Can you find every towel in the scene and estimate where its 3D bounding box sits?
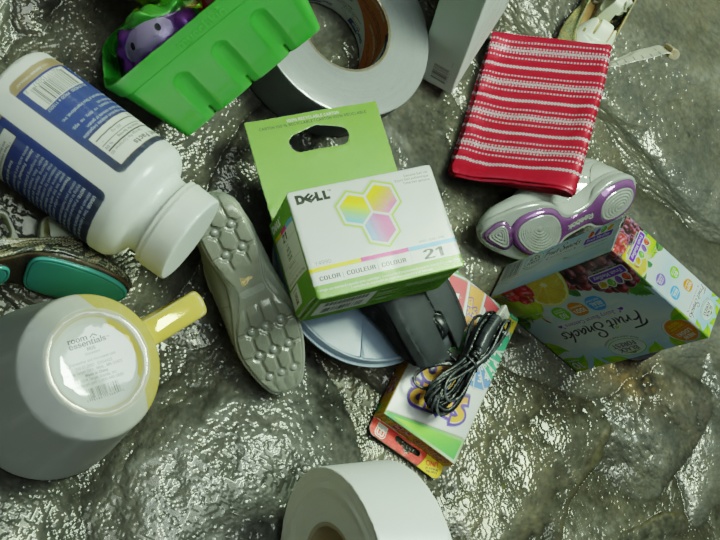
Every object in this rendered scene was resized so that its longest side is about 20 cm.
[{"bbox_3d":[0.187,-0.176,1.272,0.144,0.023,0.201,11,66,17],"label":"towel"}]

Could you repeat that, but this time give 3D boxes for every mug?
[{"bbox_3d":[-0.228,0.071,0.941,0.149,0.153,0.187,32,63,-19],"label":"mug"}]

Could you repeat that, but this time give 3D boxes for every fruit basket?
[{"bbox_3d":[-0.164,-0.257,1.035,0.214,0.156,0.217,-6,120,-11],"label":"fruit basket"}]

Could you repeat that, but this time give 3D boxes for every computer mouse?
[{"bbox_3d":[0.061,0.030,1.136,0.200,0.053,0.139,46,60,-9],"label":"computer mouse"}]

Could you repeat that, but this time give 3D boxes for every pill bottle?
[{"bbox_3d":[-0.223,-0.085,0.982,0.200,0.111,0.111,37,61,2],"label":"pill bottle"}]

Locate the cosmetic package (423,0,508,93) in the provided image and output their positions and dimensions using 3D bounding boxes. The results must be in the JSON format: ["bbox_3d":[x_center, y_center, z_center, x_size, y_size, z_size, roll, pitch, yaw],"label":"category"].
[{"bbox_3d":[0.130,-0.306,1.222,0.052,0.200,0.151,31,61,7],"label":"cosmetic package"}]

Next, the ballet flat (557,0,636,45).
[{"bbox_3d":[0.287,-0.297,1.390,0.071,0.071,0.201,37,62,-17],"label":"ballet flat"}]

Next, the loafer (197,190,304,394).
[{"bbox_3d":[-0.103,0.019,1.078,0.070,0.070,0.201,-20,105,-6],"label":"loafer"}]

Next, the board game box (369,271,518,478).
[{"bbox_3d":[0.087,0.106,1.191,0.095,0.030,0.201,37,64,-16],"label":"board game box"}]

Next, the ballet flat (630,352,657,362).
[{"bbox_3d":[0.275,0.025,1.296,0.200,0.072,0.072,40,61,-15],"label":"ballet flat"}]

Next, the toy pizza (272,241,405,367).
[{"bbox_3d":[0.000,0.000,1.162,0.199,0.032,0.201,9,71,-26],"label":"toy pizza"}]

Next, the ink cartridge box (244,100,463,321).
[{"bbox_3d":[-0.011,-0.071,1.069,0.147,0.076,0.201,-13,77,-20],"label":"ink cartridge box"}]

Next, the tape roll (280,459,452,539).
[{"bbox_3d":[0.004,0.267,0.995,0.070,0.202,0.204,0,77,-30],"label":"tape roll"}]

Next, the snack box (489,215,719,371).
[{"bbox_3d":[0.250,0.030,1.202,0.142,0.200,0.053,38,61,-16],"label":"snack box"}]

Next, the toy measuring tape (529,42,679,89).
[{"bbox_3d":[0.271,-0.205,1.332,0.199,0.074,0.074,-15,84,-3],"label":"toy measuring tape"}]

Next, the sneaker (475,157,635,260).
[{"bbox_3d":[0.205,-0.073,1.286,0.199,0.100,0.075,-18,131,-24],"label":"sneaker"}]

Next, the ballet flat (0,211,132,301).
[{"bbox_3d":[-0.294,-0.016,0.983,0.199,0.068,0.076,2,60,-27],"label":"ballet flat"}]

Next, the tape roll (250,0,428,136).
[{"bbox_3d":[-0.030,-0.243,1.192,0.199,0.066,0.202,8,74,-29],"label":"tape roll"}]
